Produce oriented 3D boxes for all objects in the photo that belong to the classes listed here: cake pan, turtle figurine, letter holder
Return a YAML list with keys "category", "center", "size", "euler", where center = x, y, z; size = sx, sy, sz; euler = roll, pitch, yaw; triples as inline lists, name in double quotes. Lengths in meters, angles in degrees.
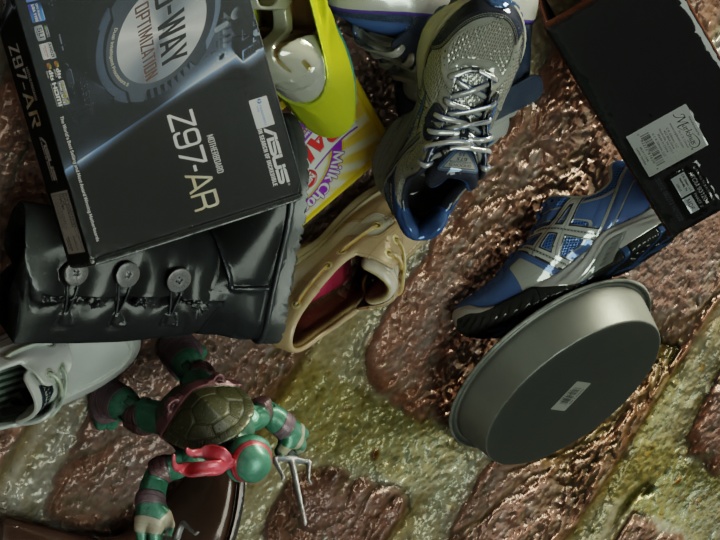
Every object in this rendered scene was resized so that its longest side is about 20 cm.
- category: "cake pan"
  center: [0.164, 0.089, 1.686]
  size: [0.200, 0.037, 0.201]
  euler: [-26, 149, -17]
- category: "turtle figurine"
  center: [-0.104, 0.117, 1.436]
  size: [0.149, 0.200, 0.101]
  euler: [-18, 124, -27]
- category: "letter holder"
  center: [0.222, -0.154, 1.577]
  size: [0.100, 0.142, 0.200]
  euler: [-30, 114, 11]

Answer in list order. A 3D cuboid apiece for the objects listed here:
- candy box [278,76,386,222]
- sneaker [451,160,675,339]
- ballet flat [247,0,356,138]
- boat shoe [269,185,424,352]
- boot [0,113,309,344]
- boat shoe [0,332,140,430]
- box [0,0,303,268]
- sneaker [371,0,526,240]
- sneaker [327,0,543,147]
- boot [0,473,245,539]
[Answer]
- category: "candy box"
  center: [-0.072, -0.064, 1.478]
  size: [0.200, 0.026, 0.102]
  euler: [-41, 134, -10]
- category: "sneaker"
  center: [0.157, -0.012, 1.657]
  size: [0.199, 0.077, 0.076]
  euler: [-31, 165, 0]
- category: "ballet flat"
  center: [-0.053, -0.173, 1.387]
  size: [0.067, 0.067, 0.201]
  euler: [-45, 129, -52]
- category: "boat shoe"
  center: [0.000, 0.000, 1.527]
  size: [0.200, 0.069, 0.074]
  euler: [-36, 140, -25]
- category: "boot"
  center: [-0.141, -0.031, 1.397]
  size: [0.199, 0.066, 0.166]
  euler: [3, 98, -22]
- category: "boat shoe"
  center: [-0.231, 0.080, 1.412]
  size: [0.199, 0.067, 0.074]
  euler: [-18, 125, -28]
- category: "box"
  center: [-0.137, -0.119, 1.328]
  size: [0.160, 0.043, 0.201]
  euler: [-18, 96, -28]
- category: "sneaker"
  center: [0.069, -0.100, 1.427]
  size: [0.077, 0.085, 0.200]
  euler: [7, 134, -16]
- category: "sneaker"
  center: [0.043, -0.138, 1.484]
  size: [0.199, 0.080, 0.147]
  euler: [-2, 112, -42]
- category: "boot"
  center: [-0.197, 0.193, 1.512]
  size: [0.199, 0.064, 0.187]
  euler: [17, 102, -37]
